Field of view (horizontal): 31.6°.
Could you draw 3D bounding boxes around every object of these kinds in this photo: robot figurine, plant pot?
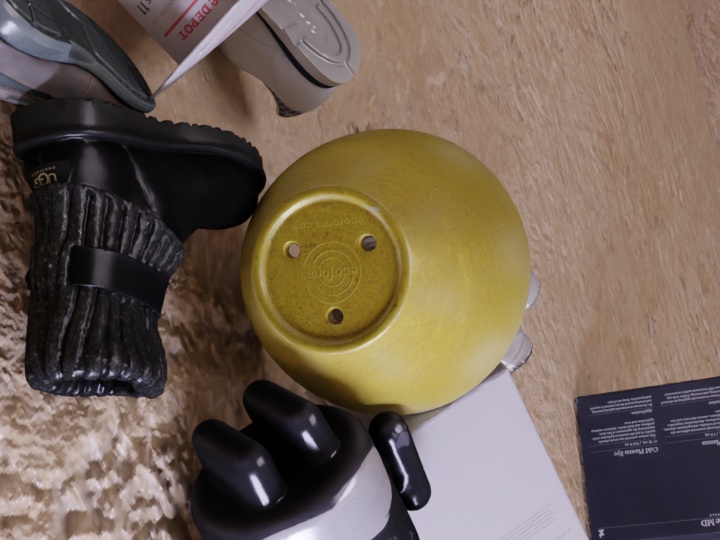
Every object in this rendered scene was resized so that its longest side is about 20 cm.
[{"bbox_3d":[-0.032,0.167,0.811,0.125,0.150,0.200,-89,158,-59],"label":"robot figurine"},{"bbox_3d":[0.000,0.000,0.826,0.142,0.199,0.201,3,77,-73],"label":"plant pot"}]

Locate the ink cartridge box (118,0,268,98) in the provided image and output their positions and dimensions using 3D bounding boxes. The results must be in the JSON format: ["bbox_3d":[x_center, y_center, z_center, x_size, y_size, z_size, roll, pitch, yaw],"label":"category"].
[{"bbox_3d":[-0.073,-0.201,0.788,0.067,0.117,0.200,46,46,-9],"label":"ink cartridge box"}]

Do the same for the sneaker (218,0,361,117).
[{"bbox_3d":[-0.089,-0.199,0.912,0.200,0.080,0.076,54,49,-6],"label":"sneaker"}]

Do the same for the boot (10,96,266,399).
[{"bbox_3d":[-0.122,-0.003,0.742,0.211,0.079,0.158,7,70,-58],"label":"boot"}]

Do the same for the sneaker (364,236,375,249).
[{"bbox_3d":[0.023,-0.005,1.042,0.087,0.074,0.201,7,72,-59],"label":"sneaker"}]

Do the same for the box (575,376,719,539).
[{"bbox_3d":[0.378,0.236,1.545,0.104,0.199,0.183,29,55,-59],"label":"box"}]

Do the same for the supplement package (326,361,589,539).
[{"bbox_3d":[0.071,0.147,0.981,0.200,0.121,0.120,63,-8,-34],"label":"supplement package"}]

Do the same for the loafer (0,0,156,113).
[{"bbox_3d":[-0.180,-0.116,0.705,0.072,0.063,0.200,56,7,13],"label":"loafer"}]

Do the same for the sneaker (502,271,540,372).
[{"bbox_3d":[0.125,0.040,1.270,0.087,0.074,0.200,52,27,-23],"label":"sneaker"}]
